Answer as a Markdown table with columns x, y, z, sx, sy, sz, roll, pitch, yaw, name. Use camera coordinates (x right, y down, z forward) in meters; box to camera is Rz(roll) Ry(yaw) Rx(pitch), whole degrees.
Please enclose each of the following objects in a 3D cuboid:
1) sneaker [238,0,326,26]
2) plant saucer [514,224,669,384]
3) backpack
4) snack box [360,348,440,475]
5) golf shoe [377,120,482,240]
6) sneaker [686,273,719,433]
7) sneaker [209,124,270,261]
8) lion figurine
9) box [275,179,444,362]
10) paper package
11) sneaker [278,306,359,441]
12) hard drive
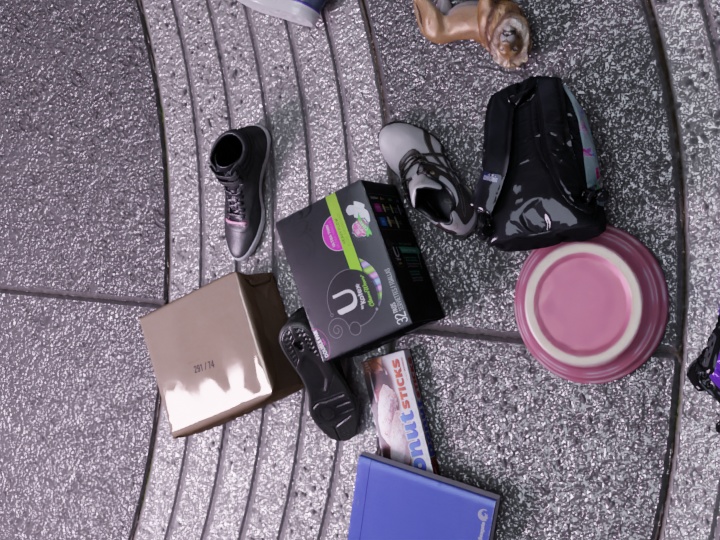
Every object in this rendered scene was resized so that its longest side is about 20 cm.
| x | y | z | sx | sy | sz | roll | pitch | yaw | name |
| --- | --- | --- | --- | --- | --- | --- | --- | --- | --- |
| -0.113 | -0.448 | 1.475 | 0.198 | 0.080 | 0.149 | 25 | 93 | 28 | sneaker |
| 0.284 | 0.042 | 1.285 | 0.197 | 0.051 | 0.205 | 0 | 91 | 27 | plant saucer |
| 0.219 | -0.132 | 1.266 | 0.163 | 0.126 | 0.205 | -8 | 75 | 16 | backpack |
| 0.058 | 0.216 | 1.413 | 0.071 | 0.024 | 0.204 | -17 | 83 | 26 | snack box |
| 0.084 | -0.129 | 1.362 | 0.200 | 0.094 | 0.078 | 48 | 110 | 20 | golf shoe |
| 0.429 | 0.099 | 1.201 | 0.098 | 0.069 | 0.205 | -13 | 84 | 28 | sneaker |
| -0.186 | -0.115 | 1.495 | 0.069 | 0.099 | 0.205 | 11 | 96 | 24 | sneaker |
| 0.141 | -0.332 | 1.354 | 0.197 | 0.072 | 0.125 | 11 | 108 | 40 | lion figurine |
| 0.000 | 0.000 | 1.388 | 0.147 | 0.124 | 0.204 | -25 | 81 | 24 | box |
| -0.204 | 0.121 | 1.503 | 0.197 | 0.103 | 0.194 | -24 | 80 | 25 | paper package |
| -0.046 | 0.137 | 1.447 | 0.075 | 0.115 | 0.202 | -19 | 109 | 20 | sneaker |
| 0.082 | 0.336 | 1.379 | 0.196 | 0.025 | 0.135 | 14 | 107 | 21 | hard drive |
